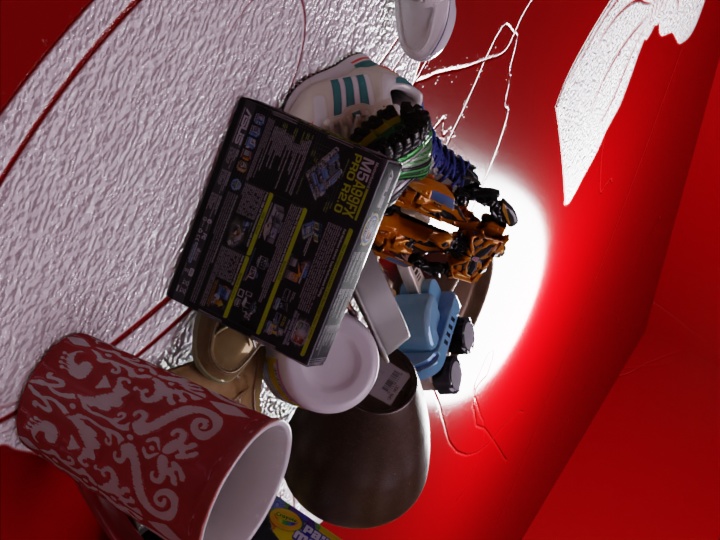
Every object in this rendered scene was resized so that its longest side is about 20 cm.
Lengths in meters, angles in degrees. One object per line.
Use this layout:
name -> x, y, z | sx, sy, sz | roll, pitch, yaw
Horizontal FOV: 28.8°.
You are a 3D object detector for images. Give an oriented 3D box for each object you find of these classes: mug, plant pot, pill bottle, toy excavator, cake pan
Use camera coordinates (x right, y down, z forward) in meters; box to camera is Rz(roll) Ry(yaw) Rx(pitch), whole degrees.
mug -> -0.183, 0.161, 1.156 | 0.179, 0.199, 0.133 | -64, 161, 0
plant pot -> 0.007, 0.175, 1.644 | 0.187, 0.186, 0.201 | -52, 167, -33
pill bottle -> -0.051, 0.094, 1.483 | 0.105, 0.104, 0.200 | -62, -169, -8
plant pot -> 0.100, 0.043, 1.924 | 0.201, 0.092, 0.202 | -52, 158, -32
toy excavator -> 0.070, 0.031, 1.746 | 0.201, 0.099, 0.196 | 64, 34, -42
cake pan -> 0.000, 0.000, 1.476 | 0.036, 0.201, 0.201 | -25, 155, -1

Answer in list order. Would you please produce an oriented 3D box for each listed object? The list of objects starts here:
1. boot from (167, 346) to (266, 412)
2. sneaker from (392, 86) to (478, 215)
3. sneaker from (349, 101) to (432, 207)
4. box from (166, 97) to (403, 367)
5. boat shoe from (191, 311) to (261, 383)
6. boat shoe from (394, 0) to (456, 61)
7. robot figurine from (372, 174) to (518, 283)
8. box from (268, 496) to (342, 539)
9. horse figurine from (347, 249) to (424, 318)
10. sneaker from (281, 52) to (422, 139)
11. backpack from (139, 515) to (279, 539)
boot -> -0.171, 0.160, 1.399 | 0.200, 0.066, 0.177 | -32, 129, -59
sneaker -> 0.081, -0.128, 1.616 | 0.200, 0.114, 0.081 | 91, 12, -55
sneaker -> -0.006, -0.077, 1.355 | 0.199, 0.078, 0.086 | -31, 134, -16
box -> -0.071, -0.036, 1.278 | 0.202, 0.159, 0.044 | -69, 161, 7
boat shoe -> -0.099, 0.016, 1.368 | 0.063, 0.073, 0.202 | -17, -140, 60
boat shoe -> 0.063, -0.308, 1.445 | 0.066, 0.072, 0.201 | -34, 143, -49
robot figurine -> 0.080, -0.049, 1.589 | 0.145, 0.199, 0.059 | -55, -158, 36
box -> -0.067, 0.389, 1.659 | 0.122, 0.199, 0.193 | -56, 180, -26
horse figurine -> -0.007, 0.007, 1.627 | 0.200, 0.050, 0.133 | -42, 120, -37
sneaker -> -0.008, -0.155, 1.402 | 0.200, 0.093, 0.071 | -42, 150, -49
backpack -> -0.170, 0.316, 1.401 | 0.199, 0.168, 0.126 | -36, 155, 20
